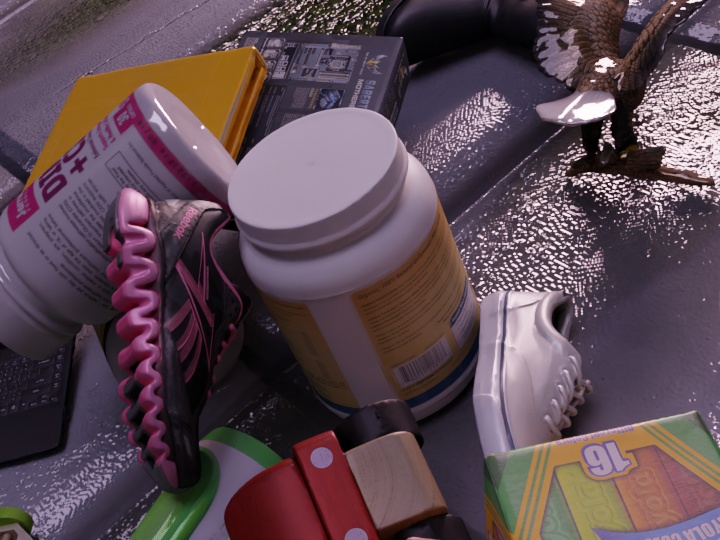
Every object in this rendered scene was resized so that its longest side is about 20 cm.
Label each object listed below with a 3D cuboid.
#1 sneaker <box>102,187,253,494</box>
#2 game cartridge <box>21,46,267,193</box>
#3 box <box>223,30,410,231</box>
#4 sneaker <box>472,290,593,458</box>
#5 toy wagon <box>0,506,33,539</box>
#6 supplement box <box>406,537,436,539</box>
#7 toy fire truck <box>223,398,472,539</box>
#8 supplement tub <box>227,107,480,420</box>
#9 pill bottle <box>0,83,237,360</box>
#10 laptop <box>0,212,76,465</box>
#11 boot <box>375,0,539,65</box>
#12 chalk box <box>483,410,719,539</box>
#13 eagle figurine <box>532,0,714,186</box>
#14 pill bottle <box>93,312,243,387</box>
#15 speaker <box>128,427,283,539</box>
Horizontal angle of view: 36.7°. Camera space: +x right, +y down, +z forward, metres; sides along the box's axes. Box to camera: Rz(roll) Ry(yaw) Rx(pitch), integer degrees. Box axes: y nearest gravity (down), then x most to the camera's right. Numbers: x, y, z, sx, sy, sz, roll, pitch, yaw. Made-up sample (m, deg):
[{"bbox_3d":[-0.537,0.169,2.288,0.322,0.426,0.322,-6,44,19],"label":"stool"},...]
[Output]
[{"bbox_3d":[-0.112,0.043,0.714,0.095,0.201,0.079,-4,-7,-27],"label":"sneaker"},{"bbox_3d":[-0.191,-0.110,0.941,0.199,0.032,0.177,-4,53,27],"label":"game cartridge"},{"bbox_3d":[-0.054,-0.123,0.952,0.157,0.051,0.201,5,57,17],"label":"box"},{"bbox_3d":[0.118,0.080,0.730,0.071,0.073,0.200,-15,40,18],"label":"sneaker"},{"bbox_3d":[-0.278,0.247,0.783,0.199,0.040,0.156,-13,41,13],"label":"toy wagon"},{"bbox_3d":[0.013,0.215,0.548,0.069,0.200,0.067,12,42,-20],"label":"supplement box"},{"bbox_3d":[-0.053,0.163,0.614,0.199,0.176,0.129,-20,59,-11],"label":"toy fire truck"},{"bbox_3d":[0.000,0.000,0.780,0.144,0.200,0.145,-14,41,13],"label":"supplement tub"},{"bbox_3d":[-0.190,-0.032,0.798,0.200,0.113,0.113,-40,39,8],"label":"pill bottle"},{"bbox_3d":[-0.352,0.069,0.950,0.177,0.103,0.201,-16,47,12],"label":"laptop"},{"bbox_3d":[0.133,-0.251,1.081,0.200,0.077,0.168,-31,36,-16],"label":"boot"},{"bbox_3d":[0.145,0.191,0.537,0.124,0.124,0.200,-11,39,-5],"label":"chalk box"},{"bbox_3d":[0.220,-0.175,0.902,0.151,0.201,0.151,10,-2,-7],"label":"eagle figurine"},{"bbox_3d":[-0.182,0.013,0.930,0.112,0.113,0.200,-31,40,-7],"label":"pill bottle"},{"bbox_3d":[-0.123,0.203,0.713,0.088,0.089,0.200,10,51,35],"label":"speaker"}]
